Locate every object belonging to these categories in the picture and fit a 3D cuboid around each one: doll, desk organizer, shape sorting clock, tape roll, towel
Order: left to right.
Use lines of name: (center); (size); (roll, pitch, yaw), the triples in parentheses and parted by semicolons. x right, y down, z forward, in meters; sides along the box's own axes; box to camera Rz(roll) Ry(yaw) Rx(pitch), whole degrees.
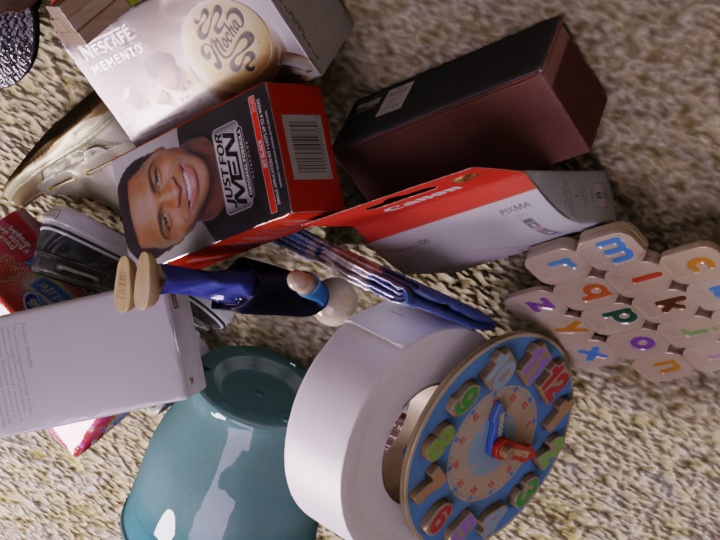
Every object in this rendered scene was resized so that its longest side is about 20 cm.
doll: (-0.089, 0.015, 1.048); (0.198, 0.049, 0.136); (5, 174, -32)
towel: (0.000, 0.000, 1.091); (0.198, 0.024, 0.146); (25, -179, 33)
tape roll: (0.031, 0.130, 1.110); (0.070, 0.202, 0.204); (23, 141, 41)
desk organizer: (0.081, -0.110, 1.018); (0.198, 0.072, 0.077); (-17, 122, 37)
shape sorting clock: (0.110, 0.145, 1.116); (0.039, 0.199, 0.202); (24, 142, 41)

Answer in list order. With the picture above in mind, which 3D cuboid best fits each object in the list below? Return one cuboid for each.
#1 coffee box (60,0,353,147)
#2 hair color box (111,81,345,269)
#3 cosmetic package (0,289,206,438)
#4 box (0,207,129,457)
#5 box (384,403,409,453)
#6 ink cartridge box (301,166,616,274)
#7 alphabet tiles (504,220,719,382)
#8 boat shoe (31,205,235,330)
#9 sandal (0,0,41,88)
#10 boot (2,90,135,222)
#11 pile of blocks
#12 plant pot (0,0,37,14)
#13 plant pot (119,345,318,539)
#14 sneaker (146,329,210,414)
coffee box: (-0.121, -0.185, 1.043); (0.198, 0.080, 0.114); (-16, 121, 35)
hair color box: (-0.107, -0.066, 1.039); (0.199, 0.061, 0.103); (-20, 79, 43)
cosmetic package: (-0.236, 0.074, 1.113); (0.197, 0.074, 0.103); (-11, 91, 7)
box: (-0.284, 0.056, 1.220); (0.200, 0.095, 0.100); (43, 132, 4)
box: (0.029, 0.181, 1.303); (0.099, 0.075, 0.201); (21, 137, 6)
ink cartridge box: (0.078, -0.034, 1.010); (0.161, 0.199, 0.058); (-17, 86, 36)
alphabet tiles: (0.223, 0.029, 1.073); (0.194, 0.015, 0.200); (-17, 135, 40)
boat shoe: (-0.204, 0.016, 1.190); (0.199, 0.072, 0.072); (29, 166, -27)
sandal: (-0.293, -0.245, 1.110); (0.074, 0.045, 0.202); (14, 120, 7)
boot: (-0.223, -0.070, 1.206); (0.154, 0.073, 0.199); (42, 138, -20)
pile of blocks: (-0.157, -0.246, 0.988); (0.199, 0.082, 0.062); (-34, 115, 4)
plant pot: (-0.320, -0.280, 0.967); (0.198, 0.201, 0.200); (-4, 126, 28)
plant pot: (-0.116, 0.186, 1.298); (0.198, 0.200, 0.190); (22, 117, 6)
sneaker: (-0.216, 0.050, 1.278); (0.076, 0.081, 0.201); (14, 144, 47)
